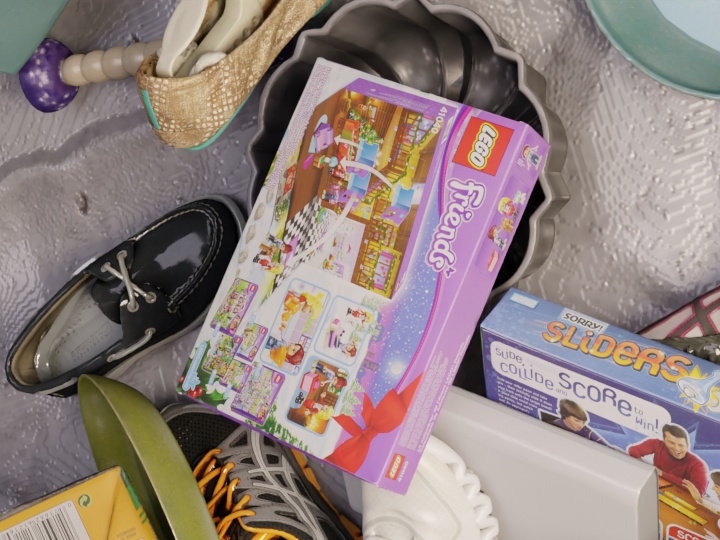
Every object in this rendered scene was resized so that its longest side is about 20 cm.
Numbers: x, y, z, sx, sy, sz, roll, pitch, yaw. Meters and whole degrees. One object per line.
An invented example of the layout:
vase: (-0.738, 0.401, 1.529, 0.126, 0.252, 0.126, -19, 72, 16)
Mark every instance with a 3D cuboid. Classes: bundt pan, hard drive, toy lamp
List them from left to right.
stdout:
toy lamp: (-0.133, -0.141, 1.023, 0.199, 0.058, 0.059, -2, 89, 31)
bundt pan: (0.034, -0.055, 0.910, 0.200, 0.076, 0.204, 0, 90, 30)
hard drive: (0.072, 0.123, 0.876, 0.199, 0.027, 0.133, 21, 140, 31)

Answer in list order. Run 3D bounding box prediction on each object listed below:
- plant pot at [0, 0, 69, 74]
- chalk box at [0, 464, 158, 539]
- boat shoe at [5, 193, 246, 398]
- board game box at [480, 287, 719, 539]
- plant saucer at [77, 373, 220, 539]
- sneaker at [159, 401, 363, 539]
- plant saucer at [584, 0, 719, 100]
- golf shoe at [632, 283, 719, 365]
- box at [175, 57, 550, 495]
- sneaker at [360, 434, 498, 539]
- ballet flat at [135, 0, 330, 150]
plant pot: (-0.245, -0.241, 1.021, 0.141, 0.140, 0.201, 47, 121, 54)
chalk box: (-0.186, 0.224, 0.989, 0.125, 0.124, 0.200, 62, 160, 16)
boat shoe: (-0.156, 0.022, 1.035, 0.200, 0.060, 0.076, -45, 69, 24)
board game box: (0.158, 0.099, 0.817, 0.199, 0.034, 0.136, 22, 140, 28)
plant saucer: (-0.123, 0.152, 0.978, 0.200, 0.031, 0.201, 53, 156, 36)
sneaker: (-0.065, 0.151, 0.974, 0.200, 0.077, 0.079, 39, 111, 26)
plant saucer: (0.208, -0.188, 0.828, 0.199, 0.036, 0.202, 0, 90, 31)
golf shoe: (0.201, 0.038, 0.820, 0.077, 0.088, 0.199, 49, 141, -13)
box: (0.000, 0.000, 0.838, 0.136, 0.039, 0.201, 22, 86, 30)
sneaker: (0.033, 0.175, 0.868, 0.075, 0.081, 0.201, 9, 122, 42)
ballet flat: (-0.062, -0.162, 0.922, 0.070, 0.065, 0.201, 18, 67, 37)
